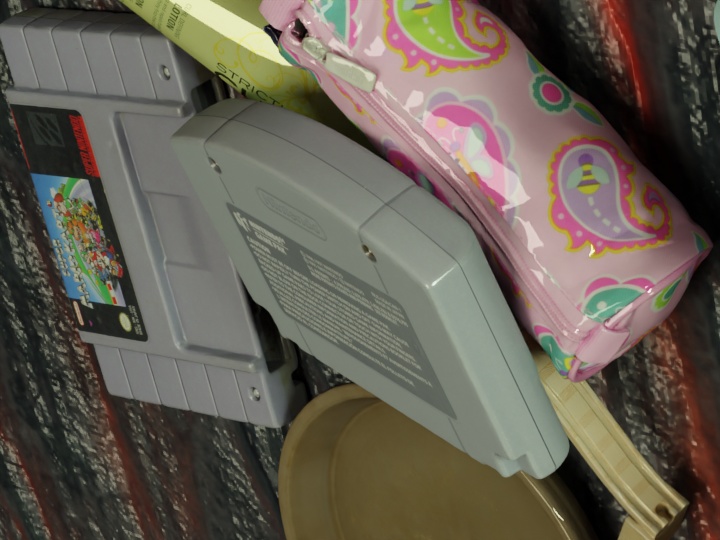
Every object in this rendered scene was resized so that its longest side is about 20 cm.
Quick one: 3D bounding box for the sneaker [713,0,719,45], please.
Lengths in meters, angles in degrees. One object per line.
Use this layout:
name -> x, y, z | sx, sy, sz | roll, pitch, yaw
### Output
sneaker -> 0.185, -0.024, 1.075 | 0.082, 0.074, 0.201 | -9, 101, 58

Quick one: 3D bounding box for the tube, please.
tube -> -0.036, -0.096, 1.272 | 0.200, 0.052, 0.058 | 38, 180, 8

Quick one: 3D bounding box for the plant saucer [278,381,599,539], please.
plant saucer -> 0.043, 0.135, 1.364 | 0.200, 0.029, 0.201 | 26, 132, 32

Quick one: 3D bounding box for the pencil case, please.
pencil case -> 0.049, -0.051, 1.183 | 0.200, 0.087, 0.087 | 48, 141, 9

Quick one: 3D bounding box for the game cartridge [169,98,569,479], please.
game cartridge -> 0.000, 0.000, 1.223 | 0.200, 0.040, 0.134 | 30, 157, 50

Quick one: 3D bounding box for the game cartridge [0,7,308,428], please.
game cartridge -> -0.100, -0.025, 1.404 | 0.129, 0.038, 0.201 | 5, 119, 40

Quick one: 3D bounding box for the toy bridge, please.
toy bridge -> 0.060, 0.039, 1.262 | 0.200, 0.027, 0.067 | 44, 162, 15
